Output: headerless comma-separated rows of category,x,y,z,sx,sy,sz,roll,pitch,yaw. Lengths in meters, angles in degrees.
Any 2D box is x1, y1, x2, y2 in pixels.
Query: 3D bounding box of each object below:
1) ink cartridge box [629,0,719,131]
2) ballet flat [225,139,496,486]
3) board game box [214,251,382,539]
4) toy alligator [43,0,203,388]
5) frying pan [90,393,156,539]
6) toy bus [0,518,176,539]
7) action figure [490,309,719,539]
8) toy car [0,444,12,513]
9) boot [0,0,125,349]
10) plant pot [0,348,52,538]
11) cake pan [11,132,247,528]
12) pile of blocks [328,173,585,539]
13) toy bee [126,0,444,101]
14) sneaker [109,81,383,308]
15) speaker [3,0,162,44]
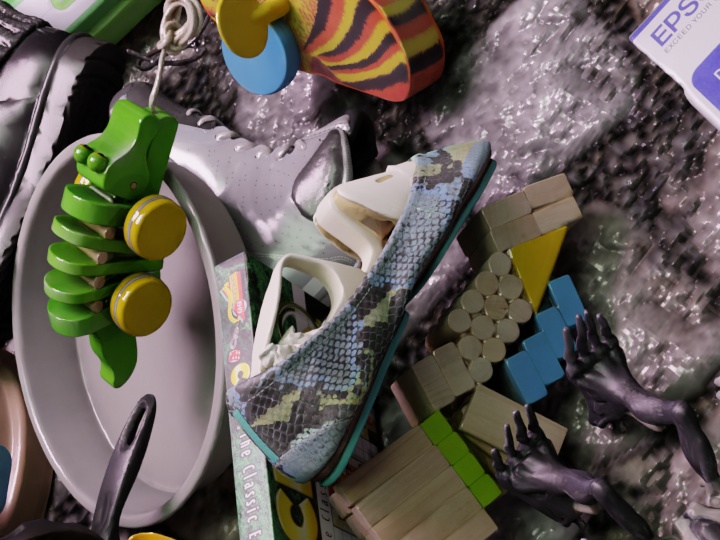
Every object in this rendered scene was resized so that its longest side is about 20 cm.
ink cartridge box,0.242,-0.110,0.705,0.198,0.047,0.200,-47,46,12
ballet flat,0.000,0.000,0.747,0.074,0.075,0.201,-6,42,36
board game box,-0.021,0.099,0.764,0.023,0.104,0.202,-26,54,27
toy alligator,-0.118,-0.036,0.795,0.059,0.054,0.202,31,116,42
frying pan,-0.145,0.162,0.816,0.114,0.031,0.192,-18,52,33
toy bus,-0.145,0.215,0.671,0.135,0.198,0.194,24,117,57
action figure,0.134,0.097,0.645,0.119,0.102,0.200,-48,44,-8
toy car,-0.285,0.165,0.790,0.177,0.198,0.187,-24,57,62
boot,-0.241,-0.065,0.979,0.156,0.079,0.213,21,84,15
plant pot,-0.279,0.122,0.969,0.199,0.092,0.203,-18,58,30
cake pan,-0.116,0.030,0.870,0.199,0.036,0.203,7,100,48
pile of blocks,0.054,0.054,0.769,0.201,0.082,0.062,-62,3,-18
toy bee,-0.052,-0.151,0.902,0.198,0.110,0.131,0,27,16
sneaker,-0.049,-0.057,0.899,0.115,0.075,0.201,-42,58,7
speaker,-0.156,-0.190,1.037,0.200,0.088,0.089,-40,49,16
